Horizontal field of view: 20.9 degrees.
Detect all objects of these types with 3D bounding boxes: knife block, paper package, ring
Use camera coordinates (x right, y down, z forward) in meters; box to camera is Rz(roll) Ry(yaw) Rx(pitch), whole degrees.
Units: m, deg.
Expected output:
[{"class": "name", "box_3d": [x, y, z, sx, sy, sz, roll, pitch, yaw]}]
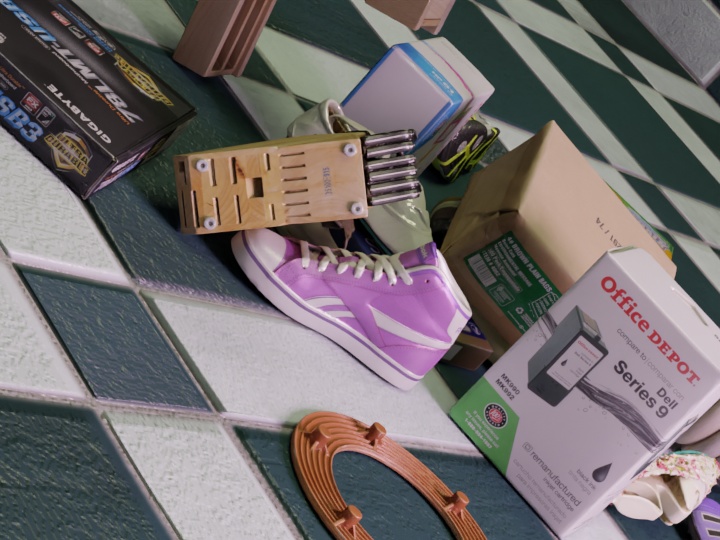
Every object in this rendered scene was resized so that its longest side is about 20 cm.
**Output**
[{"class": "knife block", "box_3d": [-0.047, -0.077, 1.594, 0.176, 0.200, 0.064, -116, -160, -83]}, {"class": "paper package", "box_3d": [0.184, -0.004, 1.778, 0.200, 0.103, 0.191, 48, 31, -15]}, {"class": "ring", "box_3d": [0.032, 0.173, 1.404, 0.200, 0.019, 0.200, 37, 19, -15]}]

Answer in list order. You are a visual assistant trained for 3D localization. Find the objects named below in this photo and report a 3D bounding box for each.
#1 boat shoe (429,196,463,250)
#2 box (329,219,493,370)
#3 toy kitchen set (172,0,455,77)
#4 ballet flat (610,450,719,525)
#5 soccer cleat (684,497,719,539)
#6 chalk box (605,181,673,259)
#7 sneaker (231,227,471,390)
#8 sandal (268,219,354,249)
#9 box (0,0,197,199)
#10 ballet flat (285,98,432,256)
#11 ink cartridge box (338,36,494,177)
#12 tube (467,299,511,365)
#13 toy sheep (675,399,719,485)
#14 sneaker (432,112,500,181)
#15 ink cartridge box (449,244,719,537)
[{"class": "boat shoe", "box_3d": [0.134, 0.019, 1.866, 0.201, 0.072, 0.066, 47, 36, -10]}, {"class": "box", "box_3d": [0.028, 0.000, 1.747, 0.121, 0.032, 0.200, 18, 30, -50]}, {"class": "toy kitchen set", "box_3d": [-0.028, -0.235, 1.839, 0.200, 0.180, 0.163, 31, 16, 13]}, {"class": "ballet flat", "box_3d": [0.257, 0.195, 1.733, 0.200, 0.076, 0.064, 10, 44, -42]}, {"class": "soccer cleat", "box_3d": [0.363, 0.271, 1.760, 0.068, 0.073, 0.200, 25, 26, -41]}, {"class": "chalk box", "box_3d": [0.245, -0.013, 2.056, 0.124, 0.124, 0.200, 42, 19, -3]}, {"class": "sneaker", "box_3d": [0.000, 0.000, 1.568, 0.200, 0.114, 0.073, 33, 23, -22]}, {"class": "sandal", "box_3d": [-0.043, -0.054, 1.679, 0.080, 0.057, 0.201, 24, 26, -42]}, {"class": "box", "box_3d": [-0.241, -0.157, 1.528, 0.200, 0.050, 0.199, 42, 18, 0]}, {"class": "ballet flat", "box_3d": [0.013, -0.076, 1.733, 0.200, 0.069, 0.069, 48, 20, 17]}, {"class": "ink cartridge box", "box_3d": [0.039, -0.146, 1.896, 0.085, 0.145, 0.200, 44, 17, 4]}, {"class": "tube", "box_3d": [0.142, 0.079, 1.784, 0.058, 0.052, 0.200, -28, 76, -24]}, {"class": "toy sheep", "box_3d": [0.381, 0.152, 1.965, 0.200, 0.138, 0.138, 50, 19, 0]}, {"class": "sneaker", "box_3d": [0.096, -0.149, 2.153, 0.076, 0.075, 0.200, 37, 8, 7]}, {"class": "ink cartridge box", "box_3d": [0.196, 0.097, 1.609, 0.146, 0.200, 0.084, 48, 21, 15]}]
